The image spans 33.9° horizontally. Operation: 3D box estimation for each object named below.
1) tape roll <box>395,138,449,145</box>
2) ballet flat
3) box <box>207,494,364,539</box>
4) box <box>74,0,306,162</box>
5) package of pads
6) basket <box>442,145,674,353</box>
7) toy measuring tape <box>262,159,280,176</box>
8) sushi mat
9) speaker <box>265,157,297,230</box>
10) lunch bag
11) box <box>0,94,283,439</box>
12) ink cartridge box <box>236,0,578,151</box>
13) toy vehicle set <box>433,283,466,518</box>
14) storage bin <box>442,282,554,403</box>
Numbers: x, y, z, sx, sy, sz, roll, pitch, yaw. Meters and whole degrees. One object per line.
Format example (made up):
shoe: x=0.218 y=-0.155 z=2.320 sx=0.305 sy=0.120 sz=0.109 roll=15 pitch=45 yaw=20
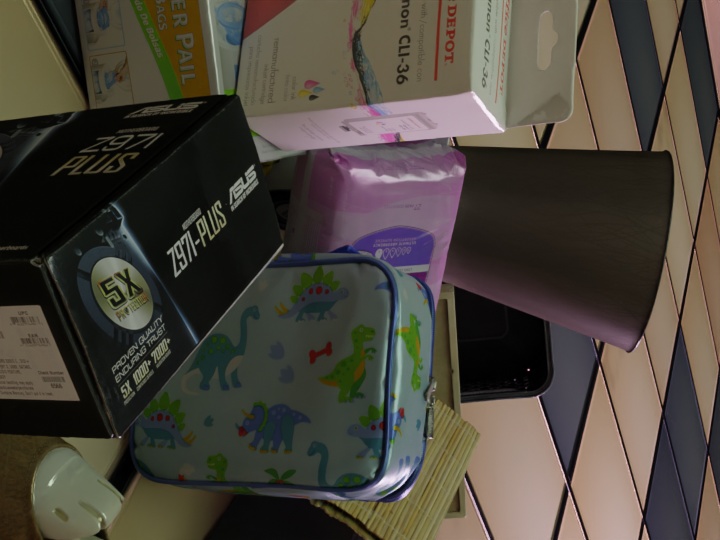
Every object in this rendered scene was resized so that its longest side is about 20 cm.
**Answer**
tape roll: x=0.032 y=-0.106 z=1.005 sx=0.200 sy=0.066 sz=0.201 roll=-170 pitch=-90 yaw=-87
ballet flat: x=-0.164 y=0.161 z=0.686 sx=0.068 sy=0.072 sz=0.201 roll=-49 pitch=130 yaw=-55
box: x=-0.036 y=0.278 z=0.876 sx=0.200 sy=0.123 sz=0.197 roll=-55 pitch=137 yaw=-52
box: x=-0.114 y=-0.167 z=0.778 sx=0.112 sy=0.101 sz=0.201 roll=-22 pitch=108 yaw=-63
package of pads: x=0.000 y=0.000 z=0.877 sx=0.120 sy=0.076 sz=0.201 roll=-2 pitch=114 yaw=-32
basket: x=0.155 y=-0.037 z=1.034 sx=0.136 sy=0.199 sz=0.181 roll=99 pitch=3 yaw=-83
toy measuring tape: x=-0.086 y=-0.166 z=0.872 sx=0.074 sy=0.073 sz=0.201 roll=-36 pitch=120 yaw=-59
sushi mat: x=0.031 y=0.142 z=0.881 sx=0.012 sy=0.096 sz=0.200 roll=-55 pitch=177 yaw=27
speaker: x=-0.033 y=-0.135 z=0.963 sx=0.081 sy=0.081 sz=0.201 roll=43 pitch=51 yaw=-55
lunch bag: x=-0.050 y=0.068 z=0.779 sx=0.082 sy=0.199 sz=0.162 roll=26 pitch=65 yaw=-61
box: x=-0.164 y=-0.005 z=0.554 sx=0.164 sy=0.199 sz=0.086 roll=-53 pitch=134 yaw=-52
ink cartridge box: x=0.028 y=-0.144 z=0.724 sx=0.067 sy=0.199 sz=0.117 roll=31 pitch=60 yaw=-60
toy vehicle set: x=0.022 y=0.114 z=0.991 sx=0.027 sy=0.124 sz=0.201 roll=-80 pitch=167 yaw=-75
storage bin: x=0.113 y=0.021 z=1.158 sx=0.094 sy=0.135 sz=0.201 roll=-58 pitch=142 yaw=-81
